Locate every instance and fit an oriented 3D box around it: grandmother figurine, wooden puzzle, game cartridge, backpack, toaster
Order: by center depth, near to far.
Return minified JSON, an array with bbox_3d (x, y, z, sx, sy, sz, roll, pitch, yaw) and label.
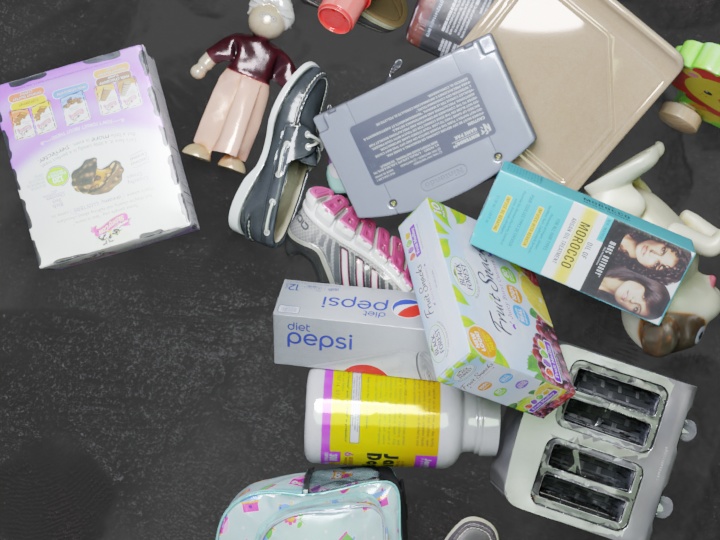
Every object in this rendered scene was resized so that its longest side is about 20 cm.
[{"bbox_3d":[0.189,-0.190,1.116,0.185,0.037,0.200,40,113,2],"label":"wooden puzzle"},{"bbox_3d":[0.067,-0.135,1.123,0.200,0.042,0.133,-23,103,17],"label":"game cartridge"},{"bbox_3d":[-0.052,0.296,1.146,0.199,0.153,0.176,-3,94,7],"label":"backpack"},{"bbox_3d":[0.235,0.171,1.161,0.200,0.119,0.181,19,88,1],"label":"toaster"},{"bbox_3d":[-0.119,-0.207,1.204,0.121,0.061,0.200,18,91,-21],"label":"grandmother figurine"}]

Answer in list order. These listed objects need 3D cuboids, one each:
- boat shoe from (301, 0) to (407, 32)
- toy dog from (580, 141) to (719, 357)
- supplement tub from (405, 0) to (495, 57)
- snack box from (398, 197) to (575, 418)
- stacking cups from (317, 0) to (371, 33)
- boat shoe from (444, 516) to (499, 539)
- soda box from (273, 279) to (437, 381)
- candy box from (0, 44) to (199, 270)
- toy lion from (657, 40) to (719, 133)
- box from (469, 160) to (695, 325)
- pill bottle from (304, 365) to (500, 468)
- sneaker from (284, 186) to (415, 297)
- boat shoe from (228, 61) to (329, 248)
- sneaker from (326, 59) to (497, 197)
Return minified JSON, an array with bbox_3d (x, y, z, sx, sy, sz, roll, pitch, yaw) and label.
[{"bbox_3d":[-0.042,-0.318,1.205,0.200,0.065,0.073,33,56,-15],"label":"boat shoe"},{"bbox_3d":[0.292,-0.007,1.159,0.194,0.140,0.200,-32,88,12],"label":"toy dog"},{"bbox_3d":[0.156,-0.251,1.181,0.200,0.107,0.107,24,89,0],"label":"supplement tub"},{"bbox_3d":[0.121,0.035,1.094,0.142,0.200,0.053,21,129,-32],"label":"snack box"},{"bbox_3d":[0.012,-0.330,1.172,0.060,0.061,0.200,27,67,1],"label":"stacking cups"},{"bbox_3d":[0.096,0.360,1.182,0.072,0.065,0.200,26,88,3],"label":"boat shoe"},{"bbox_3d":[0.013,0.063,1.149,0.199,0.063,0.068,6,125,5],"label":"soda box"},{"bbox_3d":[-0.281,-0.117,1.196,0.167,0.072,0.200,-15,88,0],"label":"candy box"},{"bbox_3d":[0.397,-0.164,1.133,0.200,0.192,0.069,29,89,1],"label":"toy lion"},{"bbox_3d":[0.212,-0.027,1.080,0.200,0.049,0.082,23,110,4],"label":"box"},{"bbox_3d":[0.043,0.153,1.169,0.199,0.104,0.105,2,88,1],"label":"pill bottle"},{"bbox_3d":[0.000,0.000,1.192,0.200,0.074,0.087,39,116,-14],"label":"sneaker"},{"bbox_3d":[-0.071,-0.121,1.190,0.060,0.076,0.200,26,100,25],"label":"boat shoe"},{"bbox_3d":[0.060,-0.156,1.192,0.199,0.078,0.140,-5,89,0],"label":"sneaker"}]
